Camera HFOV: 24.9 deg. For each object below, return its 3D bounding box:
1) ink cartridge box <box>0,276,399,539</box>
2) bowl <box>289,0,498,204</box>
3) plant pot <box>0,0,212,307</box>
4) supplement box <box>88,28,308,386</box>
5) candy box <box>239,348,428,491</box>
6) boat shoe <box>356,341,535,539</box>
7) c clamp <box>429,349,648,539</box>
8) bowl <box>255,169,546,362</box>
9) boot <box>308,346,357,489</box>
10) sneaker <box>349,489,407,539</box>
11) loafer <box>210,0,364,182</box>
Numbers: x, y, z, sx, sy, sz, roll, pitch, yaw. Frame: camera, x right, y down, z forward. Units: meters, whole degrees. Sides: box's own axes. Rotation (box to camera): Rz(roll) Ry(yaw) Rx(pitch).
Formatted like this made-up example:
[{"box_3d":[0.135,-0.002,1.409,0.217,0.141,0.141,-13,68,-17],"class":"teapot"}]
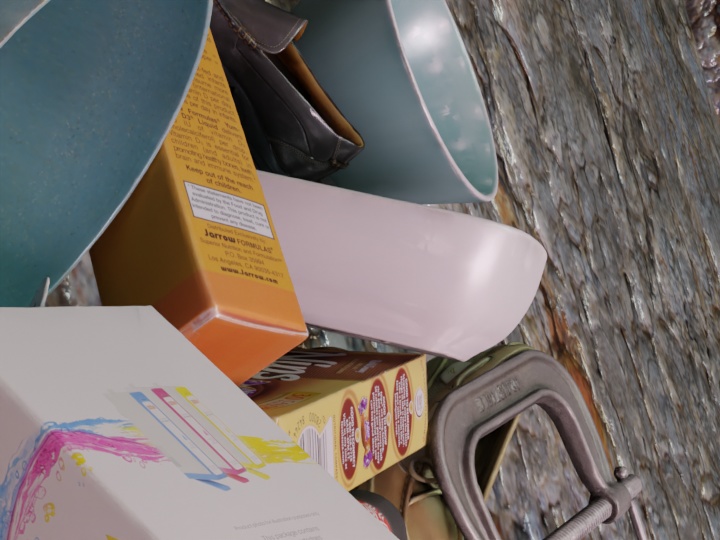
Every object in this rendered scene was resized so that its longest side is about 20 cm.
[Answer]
[{"box_3d":[-0.097,0.106,0.593,0.200,0.129,0.125,39,18,26],"class":"ink cartridge box"},{"box_3d":[0.011,-0.126,1.132,0.201,0.105,0.201,56,23,-38],"class":"bowl"},{"box_3d":[-0.170,-0.076,0.622,0.135,0.201,0.200,35,20,10],"class":"plant pot"},{"box_3d":[-0.090,-0.045,0.750,0.069,0.066,0.201,13,50,-49],"class":"supplement box"},{"box_3d":[-0.051,0.078,0.815,0.200,0.116,0.057,-18,107,-67],"class":"candy box"},{"box_3d":[0.054,0.107,0.945,0.073,0.063,0.201,58,31,-15],"class":"boat shoe"},{"box_3d":[0.112,0.131,0.947,0.200,0.027,0.172,-12,82,-54],"class":"c clamp"},{"box_3d":[0.000,0.000,0.914,0.200,0.199,0.075,34,69,-79],"class":"bowl"},{"box_3d":[0.019,0.147,0.994,0.200,0.072,0.155,33,43,-49],"class":"boot"},{"box_3d":[-0.032,0.209,0.773,0.108,0.067,0.202,-8,108,-66],"class":"sneaker"},{"box_3d":[-0.064,-0.146,1.029,0.201,0.072,0.073,62,25,-20],"class":"loafer"}]
